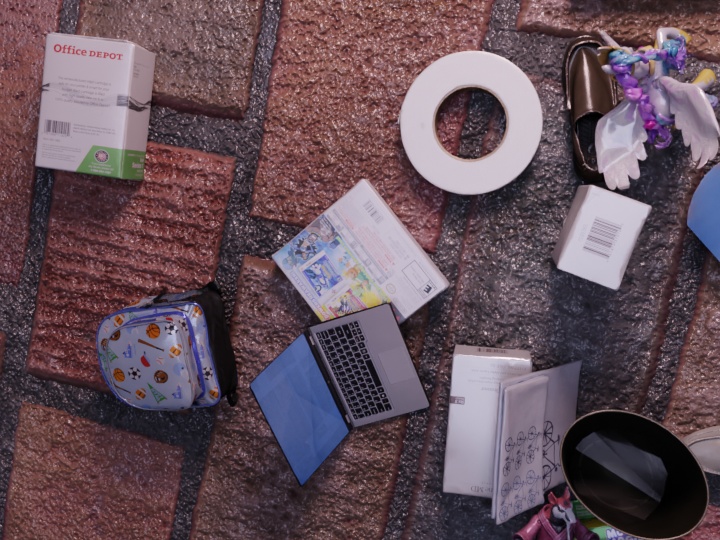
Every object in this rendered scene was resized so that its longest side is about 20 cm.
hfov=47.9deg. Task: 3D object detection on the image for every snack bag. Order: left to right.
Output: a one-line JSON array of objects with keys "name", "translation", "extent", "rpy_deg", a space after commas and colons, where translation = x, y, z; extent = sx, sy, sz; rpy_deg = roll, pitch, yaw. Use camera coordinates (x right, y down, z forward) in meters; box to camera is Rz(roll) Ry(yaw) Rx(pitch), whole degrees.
[{"name": "snack bag", "translation": [0.244, 0.227, 1.097], "extent": [0.021, 0.200, 0.189], "rpy_deg": [9, 100, 44]}]

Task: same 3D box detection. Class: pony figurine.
[{"name": "pony figurine", "translation": [0.375, -0.216, 1.022], "extent": [0.166, 0.200, 0.194], "rpy_deg": [-17, 92, 49]}]

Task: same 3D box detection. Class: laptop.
[{"name": "laptop", "translation": [-0.022, 0.175, 1.142], "extent": [0.199, 0.116, 0.188], "rpy_deg": [-17, 115, 11]}]

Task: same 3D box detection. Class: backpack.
[{"name": "backpack", "translation": [-0.297, 0.125, 1.213], "extent": [0.190, 0.154, 0.201], "rpy_deg": [-6, 97, 22]}]

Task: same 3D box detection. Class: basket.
[{"name": "basket", "translation": [0.338, 0.265, 1.054], "extent": [0.180, 0.200, 0.136], "rpy_deg": [31, 82, 15]}]

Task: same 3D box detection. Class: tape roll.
[{"name": "tape roll", "translation": [0.155, -0.207, 1.146], "extent": [0.202, 0.037, 0.204], "rpy_deg": [1, 95, 12]}]

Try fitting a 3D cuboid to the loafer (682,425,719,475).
[{"name": "loafer", "translation": [0.535, 0.248, 1.092], "extent": [0.199, 0.070, 0.070], "rpy_deg": [-5, 94, 11]}]

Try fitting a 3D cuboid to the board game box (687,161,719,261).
[{"name": "board game box", "translation": [0.536, -0.066, 1.084], "extent": [0.158, 0.039, 0.200], "rpy_deg": [-42, 91, 6]}]

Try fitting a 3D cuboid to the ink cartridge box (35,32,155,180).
[{"name": "ink cartridge box", "translation": [-0.400, -0.246, 1.228], "extent": [0.146, 0.084, 0.201], "rpy_deg": [10, 96, 10]}]

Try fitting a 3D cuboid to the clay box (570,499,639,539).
[{"name": "clay box", "translation": [0.361, 0.425, 1.153], "extent": [0.115, 0.048, 0.201], "rpy_deg": [-13, 93, 12]}]

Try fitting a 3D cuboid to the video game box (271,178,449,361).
[{"name": "video game box", "translation": [0.000, 0.000, 1.189], "extent": [0.182, 0.047, 0.200], "rpy_deg": [-38, 87, 10]}]

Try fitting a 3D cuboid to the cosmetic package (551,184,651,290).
[{"name": "cosmetic package", "translation": [0.305, -0.047, 1.047], "extent": [0.081, 0.200, 0.113], "rpy_deg": [22, 101, 10]}]

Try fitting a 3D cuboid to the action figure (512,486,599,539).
[{"name": "action figure", "translation": [0.273, 0.386, 1.110], "extent": [0.133, 0.149, 0.201], "rpy_deg": [5, 100, 8]}]

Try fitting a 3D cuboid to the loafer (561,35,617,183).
[{"name": "loafer", "translation": [0.317, -0.220, 1.095], "extent": [0.073, 0.071, 0.201], "rpy_deg": [-8, 93, 12]}]

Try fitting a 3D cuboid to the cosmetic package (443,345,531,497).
[{"name": "cosmetic package", "translation": [0.179, 0.213, 1.146], "extent": [0.112, 0.081, 0.201], "rpy_deg": [3, 94, 9]}]
